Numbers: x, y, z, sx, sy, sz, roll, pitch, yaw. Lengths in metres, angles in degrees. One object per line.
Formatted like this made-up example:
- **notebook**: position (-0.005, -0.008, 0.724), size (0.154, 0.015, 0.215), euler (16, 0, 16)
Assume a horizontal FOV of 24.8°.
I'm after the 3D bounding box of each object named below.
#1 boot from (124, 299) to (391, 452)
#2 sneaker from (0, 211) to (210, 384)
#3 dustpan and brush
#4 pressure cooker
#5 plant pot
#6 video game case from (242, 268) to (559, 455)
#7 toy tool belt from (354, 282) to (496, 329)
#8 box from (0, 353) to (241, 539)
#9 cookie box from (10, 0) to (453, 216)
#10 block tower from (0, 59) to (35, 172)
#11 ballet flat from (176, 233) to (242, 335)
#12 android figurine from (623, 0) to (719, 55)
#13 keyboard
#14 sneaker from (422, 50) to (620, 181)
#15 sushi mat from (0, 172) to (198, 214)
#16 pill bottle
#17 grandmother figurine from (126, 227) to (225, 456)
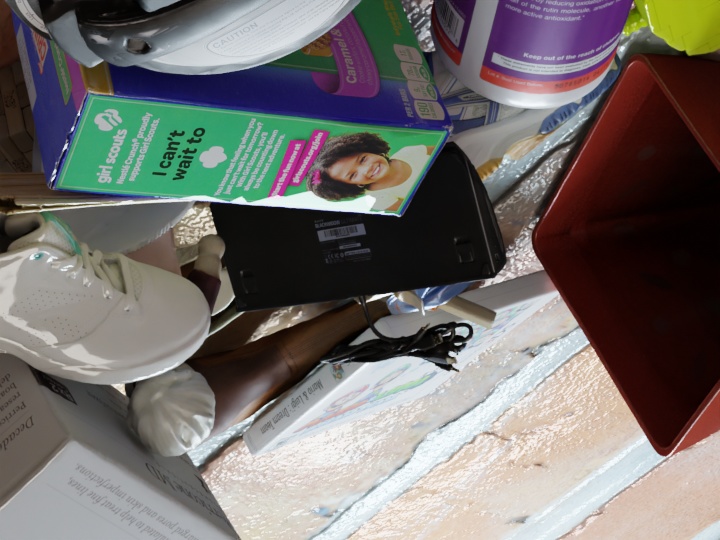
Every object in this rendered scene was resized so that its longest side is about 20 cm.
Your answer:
- **boot**: position (-0.054, 0.067, 1.152), size (0.198, 0.069, 0.188), euler (-24, 171, 13)
- **sneaker**: position (-0.164, 0.003, 0.874), size (0.198, 0.076, 0.089), euler (7, 132, -29)
- **dustpan and brush**: position (-0.108, -0.082, 0.972), size (0.199, 0.057, 0.141), euler (-20, 119, -59)
- **pressure cooker**: position (-0.076, -0.187, 0.736), size (0.177, 0.201, 0.177), euler (1, 138, -25)
- **plant pot**: position (0.267, -0.022, 1.137), size (0.175, 0.201, 0.201), euler (-11, 146, -28)
- **video game case**: position (0.033, 0.067, 1.207), size (0.199, 0.024, 0.182), euler (-15, 160, -45)
- **toy tool belt**: position (0.026, -0.039, 1.041), size (0.125, 0.123, 0.200), euler (-45, 146, -9)
- **box**: position (-0.208, 0.159, 0.968), size (0.200, 0.131, 0.199), euler (-42, 141, 2)
- **cookie box**: position (-0.073, -0.118, 0.859), size (0.198, 0.172, 0.076), euler (2, 138, -27)
- **block tower**: position (-0.261, -0.056, 0.960), size (0.198, 0.054, 0.058), euler (-22, 146, 4)
- **ballet flat**: position (-0.116, 0.018, 1.085), size (0.199, 0.068, 0.062), euler (-34, -172, 42)
- **android figurine**: position (0.243, -0.204, 0.997), size (0.198, 0.041, 0.182), euler (-26, 145, 7)
- **keyboard**: position (0.000, 0.000, 0.945), size (0.198, 0.129, 0.021), euler (-8, -169, 40)
- **sneaker**: position (0.074, -0.105, 0.978), size (0.199, 0.089, 0.075), euler (-34, 175, -32)
- **sushi mat**: position (-0.113, -0.045, 0.871), size (0.198, 0.095, 0.012), euler (-5, 104, -36)
- **pill bottle**: position (0.105, -0.192, 0.889), size (0.111, 0.113, 0.201), euler (-7, 144, -15)
- **grandmother figurine**: position (-0.127, 0.020, 0.994), size (0.121, 0.202, 0.060), euler (-38, 141, 29)
